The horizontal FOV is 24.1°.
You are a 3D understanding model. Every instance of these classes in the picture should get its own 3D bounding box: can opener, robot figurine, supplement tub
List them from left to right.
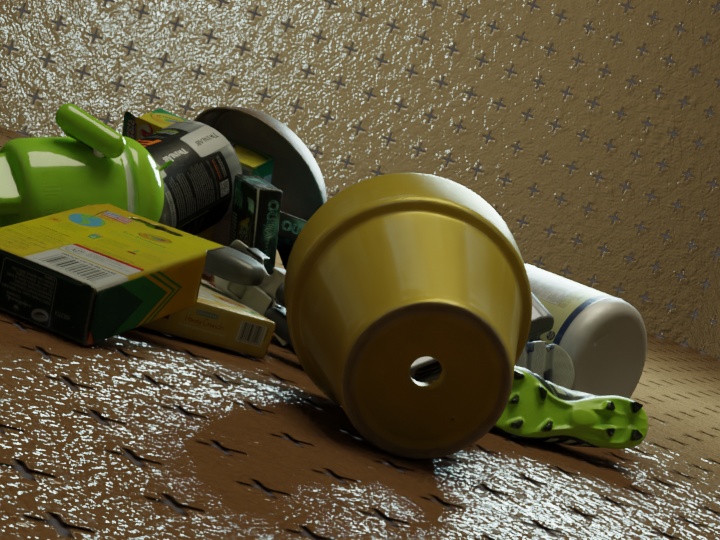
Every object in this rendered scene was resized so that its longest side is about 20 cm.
[{"bbox_3d":[-0.280,-0.072,1.641,0.199,0.176,0.116,-5,47,-29],"label":"robot figurine"},{"bbox_3d":[-0.226,-0.080,1.826,0.122,0.123,0.200,20,28,21],"label":"supplement tub"},{"bbox_3d":[-0.075,0.037,1.550,0.200,0.054,0.067,37,18,33],"label":"can opener"},{"bbox_3d":[0.199,0.076,1.864,0.145,0.146,0.200,15,5,-46],"label":"supplement tub"}]

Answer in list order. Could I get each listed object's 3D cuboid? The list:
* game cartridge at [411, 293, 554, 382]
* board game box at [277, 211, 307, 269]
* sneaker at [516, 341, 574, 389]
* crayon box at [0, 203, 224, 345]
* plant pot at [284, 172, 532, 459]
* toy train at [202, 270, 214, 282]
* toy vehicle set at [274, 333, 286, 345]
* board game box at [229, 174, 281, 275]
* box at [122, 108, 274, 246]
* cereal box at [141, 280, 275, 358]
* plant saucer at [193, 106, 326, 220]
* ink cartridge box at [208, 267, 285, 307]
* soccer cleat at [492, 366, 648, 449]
[{"bbox_3d":[0.067,0.039,1.597,0.199,0.041,0.133,-20,47,-26],"label":"game cartridge"},{"bbox_3d":[-0.027,-0.010,1.891,0.135,0.028,0.200,20,-10,6],"label":"board game box"},{"bbox_3d":[0.100,0.099,1.681,0.198,0.081,0.115,10,-8,-18],"label":"sneaker"},{"bbox_3d":[-0.212,-0.002,1.363,0.126,0.051,0.200,20,19,22],"label":"crayon box"},{"bbox_3d":[0.043,0.046,1.314,0.200,0.202,0.189,18,18,-11],"label":"plant pot"},{"bbox_3d":[-0.242,-0.033,1.977,0.199,0.056,0.150,23,4,16],"label":"toy train"},{"bbox_3d":[0.000,0.000,1.692,0.027,0.200,0.124,51,7,3],"label":"toy vehicle set"},{"bbox_3d":[-0.112,-0.026,1.755,0.028,0.136,0.200,5,7,-11],"label":"board game box"},{"bbox_3d":[-0.196,-0.108,1.957,0.199,0.118,0.048,24,31,25],"label":"box"},{"bbox_3d":[-0.183,0.023,1.546,0.143,0.040,0.200,17,4,-31],"label":"cereal box"},{"bbox_3d":[-0.113,-0.113,1.964,0.200,0.201,0.034,21,48,28],"label":"plant saucer"},{"bbox_3d":[-0.064,0.036,1.926,0.200,0.044,0.173,22,4,40],"label":"ink cartridge box"},{"bbox_3d":[0.175,0.137,1.598,0.199,0.068,0.081,14,-18,-16],"label":"soccer cleat"}]
